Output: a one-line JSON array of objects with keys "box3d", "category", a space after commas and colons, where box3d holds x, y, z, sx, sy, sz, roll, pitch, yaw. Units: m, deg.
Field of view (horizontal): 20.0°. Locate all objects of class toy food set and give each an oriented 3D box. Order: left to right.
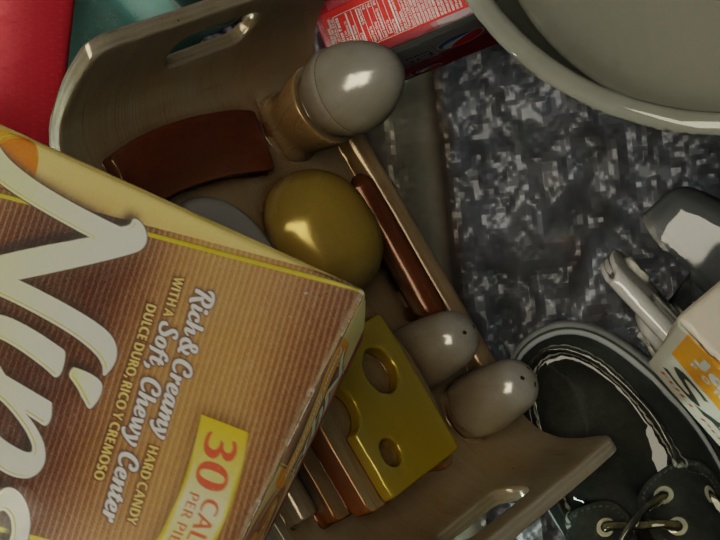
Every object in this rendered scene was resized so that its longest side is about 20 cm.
[{"box3d": [0.000, 0.000, 0.668, 0.060, 0.143, 0.200, -31, 89, 37], "category": "toy food set"}]

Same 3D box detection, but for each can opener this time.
[{"box3d": [0.166, 0.056, 0.730, 0.200, 0.053, 0.067, 46, 104, 10], "category": "can opener"}]

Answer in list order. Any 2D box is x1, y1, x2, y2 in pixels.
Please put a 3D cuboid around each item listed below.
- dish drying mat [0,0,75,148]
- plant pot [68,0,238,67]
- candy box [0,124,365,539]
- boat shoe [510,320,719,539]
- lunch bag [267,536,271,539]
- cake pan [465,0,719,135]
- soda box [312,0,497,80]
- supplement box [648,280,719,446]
[{"box3d": [-0.123, -0.113, 0.630, 0.077, 0.018, 0.200, 6, 96, -6], "category": "dish drying mat"}, {"box3d": [-0.118, -0.129, 0.719, 0.134, 0.200, 0.201, -11, 85, 22], "category": "plant pot"}, {"box3d": [-0.112, 0.021, 0.574, 0.200, 0.055, 0.116, 24, 74, 7], "category": "candy box"}, {"box3d": [0.114, 0.107, 0.739, 0.069, 0.057, 0.200, -31, 82, 11], "category": "boat shoe"}, {"box3d": [-0.080, 0.061, 0.728, 0.124, 0.170, 0.200, -5, 85, 18], "category": "lunch bag"}, {"box3d": [0.120, -0.133, 0.627, 0.200, 0.037, 0.201, -4, 76, 16], "category": "cake pan"}, {"box3d": [-0.008, -0.173, 0.771, 0.063, 0.070, 0.200, -21, 84, 12], "category": "soda box"}, {"box3d": [0.214, 0.009, 0.685, 0.200, 0.074, 0.126, -38, 80, -9], "category": "supplement box"}]
